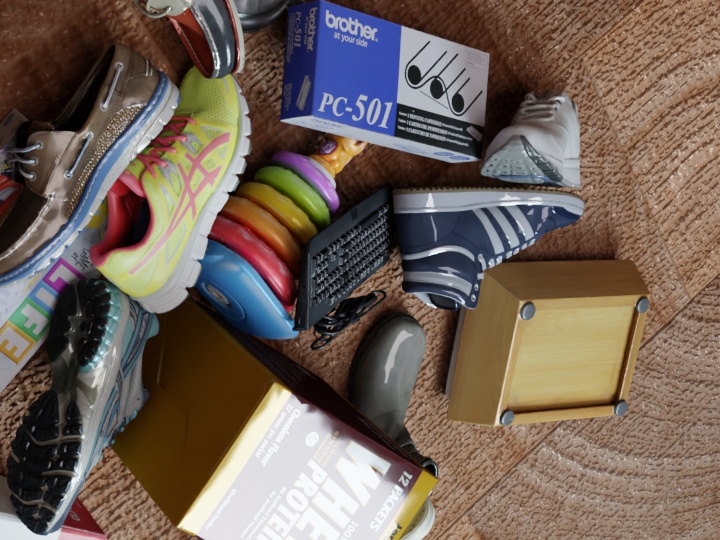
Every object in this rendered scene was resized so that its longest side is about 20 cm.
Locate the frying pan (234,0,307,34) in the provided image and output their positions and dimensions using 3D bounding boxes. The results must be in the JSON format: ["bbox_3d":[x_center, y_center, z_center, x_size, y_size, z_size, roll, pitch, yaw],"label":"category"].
[{"bbox_3d":[-0.075,-0.213,1.204,0.114,0.031,0.191,-35,122,-14],"label":"frying pan"}]

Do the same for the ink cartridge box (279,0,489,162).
[{"bbox_3d":[0.024,-0.152,1.246,0.199,0.044,0.095,8,83,-42],"label":"ink cartridge box"}]

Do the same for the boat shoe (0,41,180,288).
[{"bbox_3d":[-0.221,-0.081,1.103,0.072,0.072,0.201,45,73,-32],"label":"boat shoe"}]

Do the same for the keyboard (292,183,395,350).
[{"bbox_3d":[0.000,0.000,1.264,0.200,0.039,0.105,-39,139,-61],"label":"keyboard"}]

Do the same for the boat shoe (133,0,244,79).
[{"bbox_3d":[-0.150,-0.226,1.115,0.062,0.071,0.201,-38,117,-28],"label":"boat shoe"}]

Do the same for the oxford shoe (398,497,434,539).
[{"bbox_3d":[-0.009,0.248,1.302,0.199,0.076,0.058,-35,122,26],"label":"oxford shoe"}]

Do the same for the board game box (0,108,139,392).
[{"bbox_3d":[-0.279,-0.004,1.157,0.200,0.034,0.134,-50,128,-4],"label":"board game box"}]

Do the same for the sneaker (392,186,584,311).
[{"bbox_3d":[0.116,-0.020,1.360,0.198,0.070,0.110,-1,89,-30],"label":"sneaker"}]

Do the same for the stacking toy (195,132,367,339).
[{"bbox_3d":[-0.057,-0.054,1.247,0.200,0.116,0.110,-51,131,-18],"label":"stacking toy"}]

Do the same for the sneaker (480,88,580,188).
[{"bbox_3d":[0.153,-0.119,1.328,0.200,0.074,0.088,-8,105,-75],"label":"sneaker"}]

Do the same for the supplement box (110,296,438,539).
[{"bbox_3d":[-0.083,0.146,1.243,0.199,0.197,0.133,35,90,-38],"label":"supplement box"}]

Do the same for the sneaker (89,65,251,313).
[{"bbox_3d":[-0.149,-0.074,1.155,0.090,0.078,0.202,27,73,-44],"label":"sneaker"}]

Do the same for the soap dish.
[{"bbox_3d":[0.185,0.072,1.455,0.198,0.081,0.159,-2,111,-33],"label":"soap dish"}]

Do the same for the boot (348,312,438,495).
[{"bbox_3d":[0.035,0.151,1.362,0.067,0.130,0.202,16,101,-36],"label":"boot"}]

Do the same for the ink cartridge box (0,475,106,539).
[{"bbox_3d":[-0.326,0.237,1.198,0.199,0.084,0.145,21,98,-38],"label":"ink cartridge box"}]

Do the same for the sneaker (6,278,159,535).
[{"bbox_3d":[-0.206,0.112,1.176,0.086,0.077,0.202,21,87,-51],"label":"sneaker"}]
